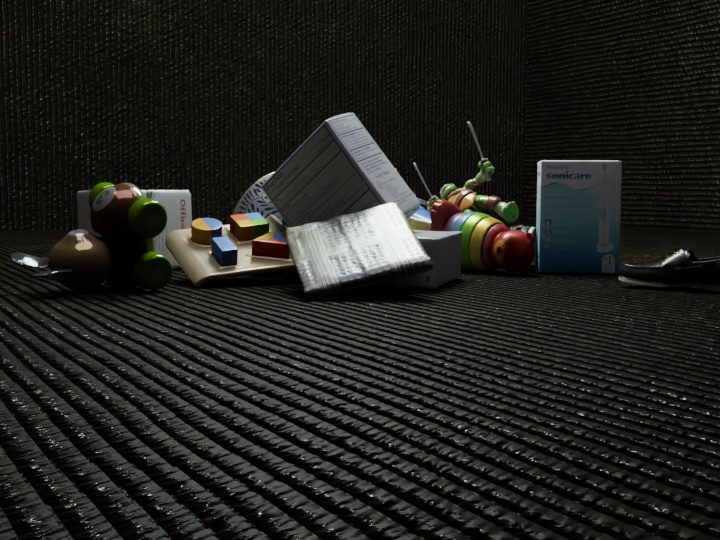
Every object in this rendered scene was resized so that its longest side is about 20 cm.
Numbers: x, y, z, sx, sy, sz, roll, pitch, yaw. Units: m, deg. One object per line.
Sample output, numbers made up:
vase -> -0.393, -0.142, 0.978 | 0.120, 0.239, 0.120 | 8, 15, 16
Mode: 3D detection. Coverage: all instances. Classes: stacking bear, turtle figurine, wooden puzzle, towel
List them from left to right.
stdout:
wooden puzzle -> -0.203, -0.047, 1.564 | 0.197, 0.047, 0.185 | -12, 30, -24
towel -> -0.007, -0.028, 1.398 | 0.190, 0.035, 0.201 | -14, 32, -5
turtle figurine -> 0.207, -0.153, 1.880 | 0.142, 0.202, 0.194 | -18, 39, -29
stacking bear -> 0.227, -0.048, 1.735 | 0.198, 0.123, 0.113 | 17, 6, 43

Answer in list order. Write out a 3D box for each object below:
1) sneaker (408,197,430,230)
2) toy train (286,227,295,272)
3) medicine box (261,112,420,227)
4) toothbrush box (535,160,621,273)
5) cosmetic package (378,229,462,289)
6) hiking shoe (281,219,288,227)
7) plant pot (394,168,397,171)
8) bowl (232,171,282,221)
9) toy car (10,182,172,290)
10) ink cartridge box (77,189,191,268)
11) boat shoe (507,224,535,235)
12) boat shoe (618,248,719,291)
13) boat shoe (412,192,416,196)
sneaker -> 0.152, -0.090, 2.001 | 0.198, 0.078, 0.111 | 22, 30, 19
toy train -> -0.145, -0.035, 1.718 | 0.197, 0.088, 0.114 | 0, -5, 31
medicine box -> -0.034, -0.126, 1.597 | 0.182, 0.201, 0.103 | -39, -6, 32
toothbrush box -> 0.393, -0.098, 1.731 | 0.144, 0.203, 0.085 | 0, 5, 5
cosmetic package -> 0.092, -0.021, 1.540 | 0.111, 0.083, 0.200 | 3, 5, 16
hiking shoe -> -0.065, -0.157, 1.753 | 0.075, 0.102, 0.199 | 28, 52, 32
plant pot -> 0.009, -0.107, 1.899 | 0.197, 0.192, 0.201 | 0, 6, 0
bowl -> -0.146, -0.082, 1.843 | 0.199, 0.203, 0.094 | -5, 32, -44
toy car -> -0.405, -0.035, 1.407 | 0.198, 0.160, 0.163 | -18, 25, -37
ink cartridge box -> -0.411, -0.074, 1.755 | 0.083, 0.149, 0.199 | 2, 4, 41
boat shoe -> 0.294, -0.053, 1.828 | 0.065, 0.076, 0.199 | 18, 2, 8
boat shoe -> 0.495, -0.002, 1.457 | 0.199, 0.064, 0.073 | 1, 8, 30
boat shoe -> 0.067, -0.170, 2.057 | 0.090, 0.071, 0.200 | 36, 11, 11
